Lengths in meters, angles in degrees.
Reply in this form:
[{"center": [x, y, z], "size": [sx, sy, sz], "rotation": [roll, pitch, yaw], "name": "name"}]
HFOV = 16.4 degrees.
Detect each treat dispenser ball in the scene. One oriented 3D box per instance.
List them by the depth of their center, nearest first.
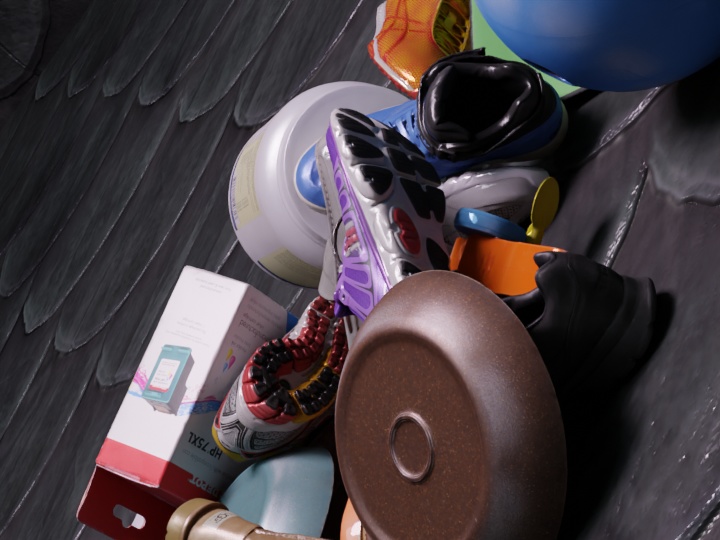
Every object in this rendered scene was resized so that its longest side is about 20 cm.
[{"center": [0.160, -0.211, 1.535], "size": [0.201, 0.200, 0.201], "rotation": [-53, 18, 25], "name": "treat dispenser ball"}]

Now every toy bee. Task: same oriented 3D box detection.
[{"center": [0.092, -0.002, 1.604], "size": [0.131, 0.108, 0.200], "rotation": [-57, 43, 10], "name": "toy bee"}]

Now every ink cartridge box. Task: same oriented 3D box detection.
[{"center": [-0.114, 0.113, 1.807], "size": [0.067, 0.116, 0.201], "rotation": [16, 78, 37], "name": "ink cartridge box"}]

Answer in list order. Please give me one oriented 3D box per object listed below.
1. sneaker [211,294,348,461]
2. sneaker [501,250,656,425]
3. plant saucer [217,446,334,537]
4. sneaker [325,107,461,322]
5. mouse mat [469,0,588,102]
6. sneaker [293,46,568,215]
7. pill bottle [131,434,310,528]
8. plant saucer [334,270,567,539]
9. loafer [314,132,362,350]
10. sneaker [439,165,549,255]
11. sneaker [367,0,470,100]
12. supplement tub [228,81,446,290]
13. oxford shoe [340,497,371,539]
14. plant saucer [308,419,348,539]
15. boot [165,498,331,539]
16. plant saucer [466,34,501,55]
[{"center": [-0.043, 0.077, 1.781], "size": [0.082, 0.078, 0.200], "rotation": [-47, -12, 31], "name": "sneaker"}, {"center": [0.090, 0.065, 1.484], "size": [0.200, 0.090, 0.076], "rotation": [-55, 19, 23], "name": "sneaker"}, {"center": [-0.085, 0.203, 1.710], "size": [0.200, 0.036, 0.200], "rotation": [-54, 16, 24], "name": "plant saucer"}, {"center": [0.007, -0.015, 1.561], "size": [0.083, 0.080, 0.201], "rotation": [-39, 50, 33], "name": "sneaker"}, {"center": [0.136, -0.194, 1.785], "size": [0.200, 0.007, 0.162], "rotation": [-22, 65, 54], "name": "mouse mat"}, {"center": [0.039, -0.097, 1.721], "size": [0.111, 0.199, 0.077], "rotation": [46, -146, -70], "name": "sneaker"}, {"center": [-0.101, 0.131, 1.925], "size": [0.201, 0.109, 0.109], "rotation": [-63, 16, -10], "name": "pill bottle"}, {"center": [0.041, 0.101, 1.458], "size": [0.200, 0.037, 0.202], "rotation": [11, 105, 51], "name": "plant saucer"}, {"center": [0.000, 0.000, 1.703], "size": [0.069, 0.201, 0.070], "rotation": [-9, 14, 26], "name": "loafer"}, {"center": [0.069, -0.005, 1.749], "size": [0.200, 0.074, 0.082], "rotation": [-40, 60, 41], "name": "sneaker"}, {"center": [0.051, -0.182, 1.890], "size": [0.077, 0.073, 0.200], "rotation": [-43, 24, 21], "name": "sneaker"}, {"center": [-0.017, -0.064, 1.893], "size": [0.146, 0.145, 0.200], "rotation": [-64, 8, -10], "name": "supplement tub"}, {"center": [0.046, 0.111, 1.613], "size": [0.073, 0.071, 0.201], "rotation": [-21, 45, 39], "name": "oxford shoe"}, {"center": [-0.028, 0.191, 1.705], "size": [0.201, 0.037, 0.201], "rotation": [-53, 18, 25], "name": "plant saucer"}, {"center": [-0.032, 0.235, 1.519], "size": [0.199, 0.176, 0.066], "rotation": [13, 33, 42], "name": "boot"}, {"center": [0.142, -0.236, 1.911], "size": [0.200, 0.048, 0.201], "rotation": [-44, 24, 45], "name": "plant saucer"}]
